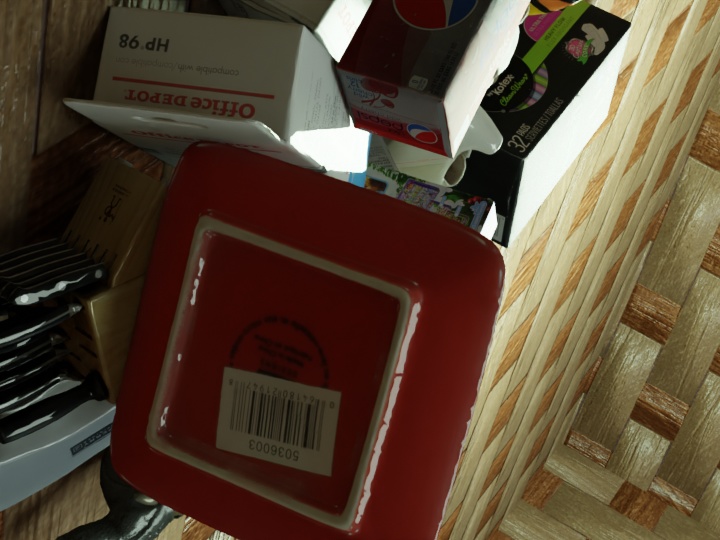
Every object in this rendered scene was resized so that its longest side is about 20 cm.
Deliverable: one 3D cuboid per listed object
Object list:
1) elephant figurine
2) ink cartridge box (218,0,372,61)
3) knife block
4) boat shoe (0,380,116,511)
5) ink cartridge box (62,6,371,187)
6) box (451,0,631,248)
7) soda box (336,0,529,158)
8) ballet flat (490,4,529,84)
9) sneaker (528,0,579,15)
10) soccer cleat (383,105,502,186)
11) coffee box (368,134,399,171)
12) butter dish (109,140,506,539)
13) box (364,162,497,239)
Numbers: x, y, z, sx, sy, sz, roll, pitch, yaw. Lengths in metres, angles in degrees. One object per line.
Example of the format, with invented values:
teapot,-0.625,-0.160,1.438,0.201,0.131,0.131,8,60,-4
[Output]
elephant figurine,-0.129,0.132,1.041,0.155,0.199,0.142,-141,-127,-74
ink cartridge box,0.003,-0.221,0.896,0.200,0.085,0.146,-57,163,-6
knife block,-0.135,0.036,0.808,0.200,0.064,0.176,30,87,-45
boat shoe,-0.194,0.086,0.850,0.200,0.065,0.074,-28,157,-26
ink cartridge box,-0.072,-0.096,0.800,0.200,0.115,0.067,30,69,-74
box,0.124,-0.150,1.253,0.200,0.148,0.124,-51,160,-31
soda box,0.060,-0.169,0.831,0.200,0.070,0.063,-63,160,-21
ballet flat,0.068,-0.152,0.971,0.071,0.065,0.200,-44,177,-13
sneaker,0.113,-0.277,1.010,0.070,0.090,0.201,-44,130,-39
soccer cleat,0.040,-0.089,1.134,0.069,0.078,0.200,-53,-170,-26
coffee box,0.000,0.000,1.039,0.079,0.200,0.115,-11,141,-18
butter dish,-0.013,0.047,0.776,0.148,0.199,0.200,-6,113,-65
box,-0.010,0.026,0.916,0.039,0.136,0.200,71,41,-64
